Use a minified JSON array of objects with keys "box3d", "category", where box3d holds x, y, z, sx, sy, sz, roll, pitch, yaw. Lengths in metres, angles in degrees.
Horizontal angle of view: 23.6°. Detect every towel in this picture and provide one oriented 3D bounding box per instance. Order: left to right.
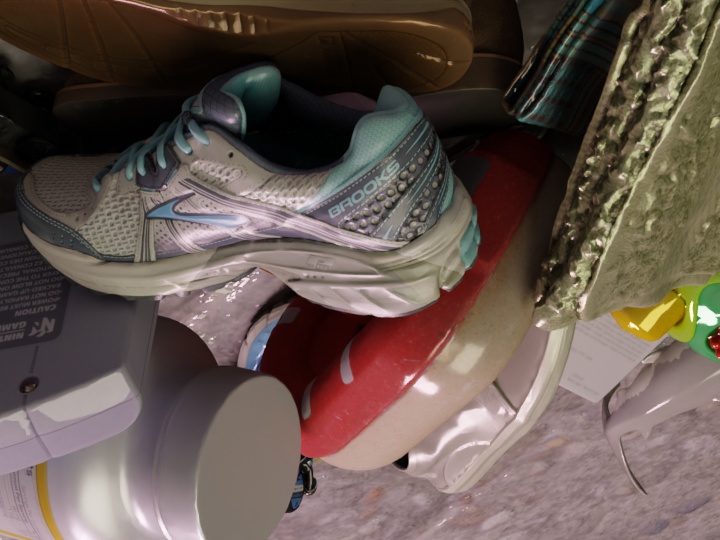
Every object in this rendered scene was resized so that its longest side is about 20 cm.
[{"box3d":[0.141,-0.069,0.676,0.148,0.036,0.202,-19,136,-49],"category":"towel"},{"box3d":[0.148,-0.134,0.687,0.146,0.022,0.201,5,123,-56],"category":"towel"}]

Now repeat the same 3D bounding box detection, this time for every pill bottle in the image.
[{"box3d":[-0.130,0.070,0.777,0.198,0.113,0.112,9,162,30],"category":"pill bottle"}]

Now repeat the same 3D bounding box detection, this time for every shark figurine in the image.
[{"box3d":[0.212,0.072,1.033,0.215,0.090,0.128,-46,168,29],"category":"shark figurine"}]

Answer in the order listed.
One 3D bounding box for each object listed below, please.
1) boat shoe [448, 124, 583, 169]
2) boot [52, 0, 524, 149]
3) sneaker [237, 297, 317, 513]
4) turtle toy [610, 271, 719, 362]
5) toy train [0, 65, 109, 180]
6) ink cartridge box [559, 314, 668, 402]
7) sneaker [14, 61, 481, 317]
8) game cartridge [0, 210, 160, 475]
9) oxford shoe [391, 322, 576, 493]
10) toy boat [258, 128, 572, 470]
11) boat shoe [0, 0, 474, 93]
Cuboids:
[{"box3d":[0.081,-0.035,0.844,0.199,0.073,0.071,-32,151,25],"category":"boat shoe"},{"box3d":[-0.031,-0.091,0.716,0.198,0.076,0.074,-6,166,7],"category":"boot"},{"box3d":[-0.037,0.089,0.960,0.078,0.091,0.200,7,140,-36],"category":"sneaker"},{"box3d":[0.200,-0.004,0.836,0.146,0.101,0.200,-49,170,12],"category":"turtle toy"},{"box3d":[-0.124,-0.040,0.772,0.045,0.034,0.200,-20,151,24],"category":"toy train"},{"box3d":[0.149,-0.026,0.941,0.200,0.047,0.160,-47,141,13],"category":"ink cartridge box"},{"box3d":[-0.052,-0.043,0.666,0.198,0.078,0.087,2,132,24],"category":"sneaker"},{"box3d":[-0.180,0.034,0.723,0.198,0.134,0.041,-10,128,12],"category":"game cartridge"},{"box3d":[0.057,0.051,0.860,0.057,0.076,0.200,16,143,-11],"category":"oxford shoe"},{"box3d":[0.000,0.000,0.760,0.130,0.131,0.200,35,149,-4],"category":"toy boat"},{"box3d":[-0.053,-0.116,0.656,0.198,0.073,0.072,4,158,6],"category":"boat shoe"}]
